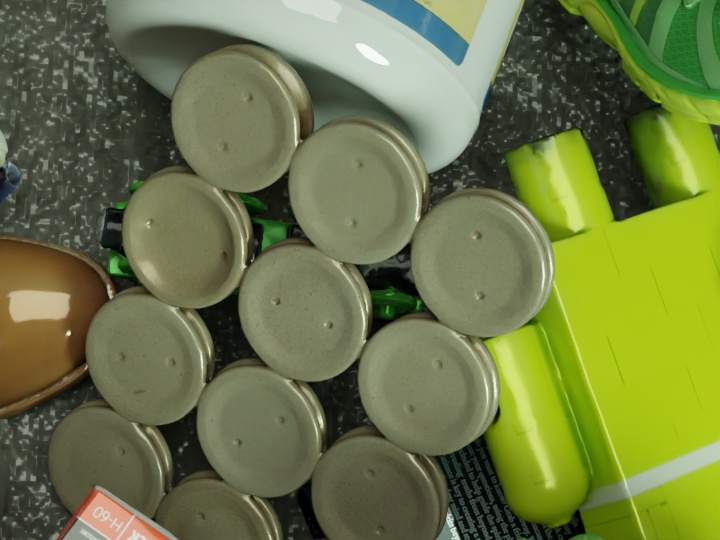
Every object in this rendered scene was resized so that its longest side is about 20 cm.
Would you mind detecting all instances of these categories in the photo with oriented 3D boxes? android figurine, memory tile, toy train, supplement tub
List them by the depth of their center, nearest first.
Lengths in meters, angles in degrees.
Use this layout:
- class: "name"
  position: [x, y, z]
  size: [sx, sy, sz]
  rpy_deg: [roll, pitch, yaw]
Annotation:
- class: "memory tile"
  position: [-0.026, 0.034, 0.909]
  size: [0.153, 0.017, 0.201]
  rpy_deg: [29, 117, 14]
- class: "android figurine"
  position: [0.119, 0.040, 0.941]
  size: [0.182, 0.041, 0.201]
  rpy_deg: [-19, 89, -36]
- class: "supplement tub"
  position: [0.004, -0.151, 0.964]
  size: [0.144, 0.145, 0.201]
  rpy_deg: [21, 74, 1]
- class: "toy train"
  position: [0.000, 0.000, 0.969]
  size: [0.199, 0.056, 0.042]
  rpy_deg: [8, 77, -5]

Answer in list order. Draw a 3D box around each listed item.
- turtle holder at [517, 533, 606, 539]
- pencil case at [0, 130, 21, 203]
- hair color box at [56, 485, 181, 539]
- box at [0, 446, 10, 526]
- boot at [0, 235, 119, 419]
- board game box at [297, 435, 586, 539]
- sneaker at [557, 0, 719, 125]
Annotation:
- class: "turtle holder"
  position: [0.097, 0.184, 0.847]
  size: [0.131, 0.141, 0.186]
  rpy_deg: [8, 87, 12]
- class: "pencil case"
  position: [-0.182, -0.119, 0.971]
  size: [0.089, 0.078, 0.201]
  rpy_deg: [-19, 75, 28]
- class: "hair color box"
  position: [-0.062, 0.139, 0.855]
  size: [0.101, 0.200, 0.061]
  rpy_deg: [34, 76, 4]
- class: "box"
  position: [-0.229, 0.088, 0.894]
  size: [0.199, 0.124, 0.098]
  rpy_deg: [9, 75, -3]
- class: "boot"
  position: [-0.183, 0.008, 0.901]
  size: [0.199, 0.155, 0.074]
  rpy_deg: [-4, 76, -6]
- class: "board game box"
  position: [0.076, 0.148, 0.953]
  size: [0.135, 0.028, 0.201]
  rpy_deg: [-21, 78, -10]
- class: "sneaker"
  position: [0.126, -0.111, 0.947]
  size: [0.074, 0.084, 0.200]
  rpy_deg: [-10, 34, -28]
